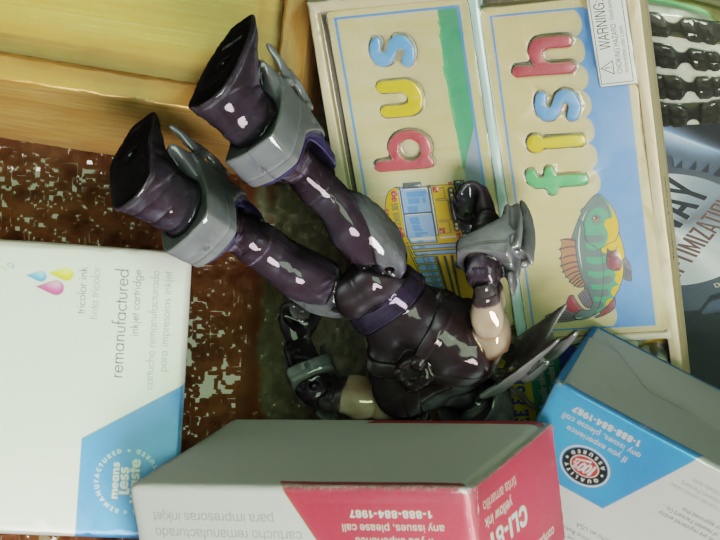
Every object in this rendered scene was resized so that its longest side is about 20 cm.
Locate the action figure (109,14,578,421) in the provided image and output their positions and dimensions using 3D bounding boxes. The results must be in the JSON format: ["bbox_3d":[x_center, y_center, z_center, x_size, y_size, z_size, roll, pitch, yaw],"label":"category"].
[{"bbox_3d":[0.000,0.000,0.806,0.130,0.069,0.200,-37,115,21],"label":"action figure"}]

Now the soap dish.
[{"bbox_3d":[-0.104,-0.129,0.840,0.200,0.081,0.158,8,85,-13],"label":"soap dish"}]

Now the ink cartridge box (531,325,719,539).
[{"bbox_3d":[0.097,0.139,0.836,0.116,0.068,0.200,28,116,8],"label":"ink cartridge box"}]

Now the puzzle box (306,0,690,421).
[{"bbox_3d":[0.058,-0.024,0.832,0.133,0.025,0.200,-4,113,16],"label":"puzzle box"}]

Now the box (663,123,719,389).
[{"bbox_3d":[0.155,-0.035,0.911,0.160,0.044,0.200,36,80,-9],"label":"box"}]

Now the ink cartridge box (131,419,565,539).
[{"bbox_3d":[0.006,0.164,0.794,0.145,0.083,0.200,-3,103,26],"label":"ink cartridge box"}]

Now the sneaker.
[{"bbox_3d":[0.094,-0.125,0.861,0.200,0.077,0.089,17,65,19],"label":"sneaker"}]

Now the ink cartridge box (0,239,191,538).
[{"bbox_3d":[-0.172,0.045,0.823,0.200,0.067,0.116,3,86,-12],"label":"ink cartridge box"}]
